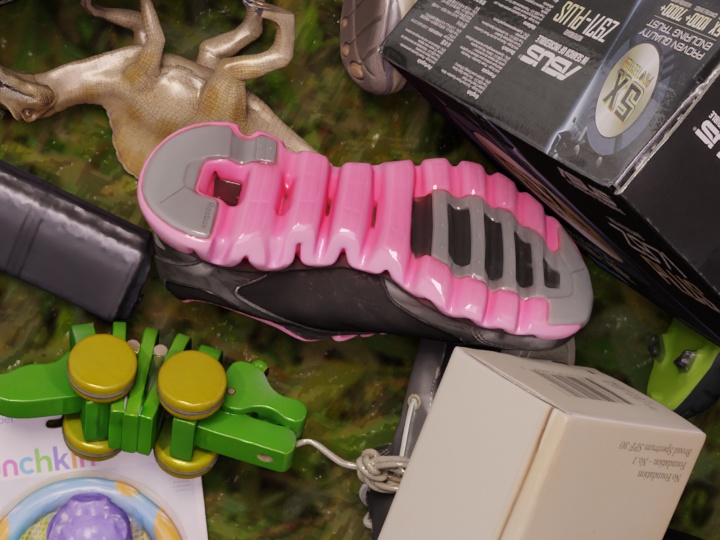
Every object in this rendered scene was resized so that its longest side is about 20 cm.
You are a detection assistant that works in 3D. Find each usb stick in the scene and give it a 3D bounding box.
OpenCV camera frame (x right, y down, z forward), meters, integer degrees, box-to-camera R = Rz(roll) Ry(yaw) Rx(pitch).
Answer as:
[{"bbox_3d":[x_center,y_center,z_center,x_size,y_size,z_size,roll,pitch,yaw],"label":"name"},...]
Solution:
[{"bbox_3d":[-0.184,-0.036,0.825,0.199,0.056,0.033,26,48,-6],"label":"usb stick"}]

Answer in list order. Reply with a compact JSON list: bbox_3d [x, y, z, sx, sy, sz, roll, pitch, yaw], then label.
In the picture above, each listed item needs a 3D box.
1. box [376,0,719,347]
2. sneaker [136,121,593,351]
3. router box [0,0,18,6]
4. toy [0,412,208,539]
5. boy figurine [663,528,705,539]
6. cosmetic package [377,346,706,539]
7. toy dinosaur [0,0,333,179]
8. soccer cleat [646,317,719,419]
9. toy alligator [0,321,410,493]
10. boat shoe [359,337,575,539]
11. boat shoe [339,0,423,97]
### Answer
[{"bbox_3d":[0.123,-0.047,0.754,0.086,0.200,0.164,-49,123,0],"label":"box"},{"bbox_3d":[0.000,0.000,0.810,0.199,0.096,0.079,15,53,0],"label":"sneaker"},{"bbox_3d":[-0.142,-0.193,0.774,0.199,0.051,0.150,-20,94,0],"label":"router box"},{"bbox_3d":[-0.122,0.160,0.845,0.114,0.047,0.201,-6,95,-7],"label":"toy"},{"bbox_3d":[0.121,0.219,0.865,0.124,0.064,0.201,13,94,-6],"label":"boy figurine"},{"bbox_3d":[0.057,0.140,0.794,0.103,0.073,0.201,9,105,-45],"label":"cosmetic package"},{"bbox_3d":[-0.065,-0.079,0.840,0.199,0.058,0.102,19,108,-9],"label":"toy dinosaur"},{"bbox_3d":[0.210,-0.004,0.858,0.081,0.068,0.200,37,89,-17],"label":"soccer cleat"},{"bbox_3d":[-0.066,0.056,0.827,0.199,0.059,0.054,11,51,-2],"label":"toy alligator"},{"bbox_3d":[0.034,0.106,0.857,0.067,0.072,0.201,25,100,31],"label":"boat shoe"},{"bbox_3d":[0.044,-0.175,0.832,0.073,0.074,0.201,8,100,-21],"label":"boat shoe"}]
